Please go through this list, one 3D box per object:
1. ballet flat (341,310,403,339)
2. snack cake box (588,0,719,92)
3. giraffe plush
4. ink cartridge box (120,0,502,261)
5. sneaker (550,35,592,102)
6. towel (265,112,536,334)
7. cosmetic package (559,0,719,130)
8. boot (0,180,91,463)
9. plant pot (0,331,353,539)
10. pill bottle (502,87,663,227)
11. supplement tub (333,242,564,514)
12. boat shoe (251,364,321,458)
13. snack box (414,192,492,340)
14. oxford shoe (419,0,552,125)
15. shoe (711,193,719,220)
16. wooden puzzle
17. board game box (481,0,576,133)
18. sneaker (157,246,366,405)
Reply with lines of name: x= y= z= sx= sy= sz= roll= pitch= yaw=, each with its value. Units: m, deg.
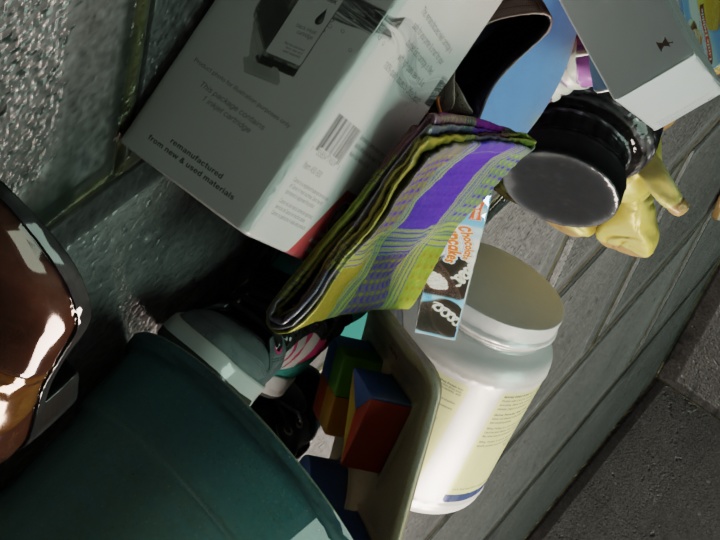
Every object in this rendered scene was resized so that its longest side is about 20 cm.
ballet flat: x=0.000 y=0.000 z=1.150 sx=0.073 sy=0.073 sz=0.200 roll=-49 pitch=157 yaw=-22
snack cake box: x=0.181 y=-0.221 z=1.023 sx=0.115 sy=0.067 sz=0.201 roll=-31 pitch=114 yaw=-58
giraffe plush: x=0.211 y=-0.130 z=1.346 sx=0.163 sy=0.172 sz=0.200 roll=-63 pitch=-175 yaw=-18
ink cartridge box: x=-0.012 y=-0.113 z=0.829 sx=0.201 sy=0.083 sz=0.147 roll=-56 pitch=165 yaw=2
sneaker: x=0.109 y=-0.128 z=1.085 sx=0.201 sy=0.114 sz=0.073 roll=-56 pitch=146 yaw=-11
towel: x=0.028 y=-0.025 z=0.919 sx=0.144 sy=0.023 sz=0.200 roll=-52 pitch=165 yaw=15
cosmetic package: x=0.121 y=-0.179 z=0.882 sx=0.051 sy=0.201 sz=0.151 roll=-29 pitch=170 yaw=13
boot: x=-0.210 y=0.061 z=0.678 sx=0.200 sy=0.068 sz=0.189 roll=-38 pitch=166 yaw=-29
plant pot: x=-0.131 y=0.171 z=0.889 sx=0.196 sy=0.200 sz=0.201 roll=-40 pitch=160 yaw=-20
pill bottle: x=0.170 y=-0.135 z=1.181 sx=0.112 sy=0.111 sz=0.201 roll=97 pitch=14 yaw=-59
supplement tub: x=0.075 y=0.090 z=1.392 sx=0.145 sy=0.145 sz=0.201 roll=-30 pitch=150 yaw=-57
boat shoe: x=-0.063 y=0.098 z=1.115 sx=0.066 sy=0.074 sz=0.199 roll=-52 pitch=168 yaw=10
snack box: x=0.075 y=-0.049 z=1.222 sx=0.200 sy=0.037 sz=0.117 roll=98 pitch=3 yaw=-58
oxford shoe: x=0.021 y=-0.098 z=0.921 sx=0.200 sy=0.073 sz=0.071 roll=-44 pitch=139 yaw=-3
shoe: x=0.677 y=-0.167 z=2.844 sx=0.201 sy=0.053 sz=0.070 roll=-58 pitch=164 yaw=8
wooden puzzle: x=-0.006 y=0.124 z=1.030 sx=0.185 sy=0.046 sz=0.201 roll=-130 pitch=-131 yaw=-73
board game box: x=0.045 y=-0.133 z=1.003 sx=0.199 sy=0.039 sz=0.159 roll=-14 pitch=131 yaw=-32
sneaker: x=-0.045 y=0.017 z=0.990 sx=0.121 sy=0.084 sz=0.200 roll=-51 pitch=173 yaw=4
